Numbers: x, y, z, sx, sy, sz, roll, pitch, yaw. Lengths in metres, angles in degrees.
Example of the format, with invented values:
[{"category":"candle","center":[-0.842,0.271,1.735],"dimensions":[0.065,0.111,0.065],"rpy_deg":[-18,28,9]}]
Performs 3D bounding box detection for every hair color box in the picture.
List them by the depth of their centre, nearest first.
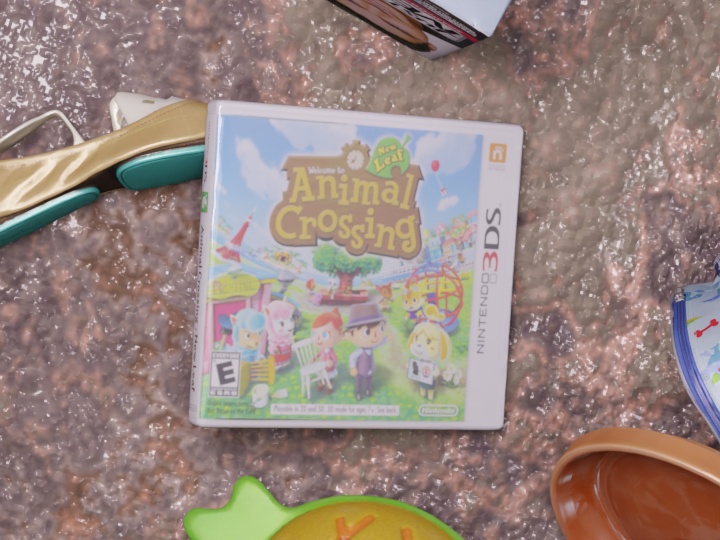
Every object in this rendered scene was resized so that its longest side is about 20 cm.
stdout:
[{"category":"hair color box","center":[0.027,-0.170,1.180],"dimensions":[0.099,0.200,0.061],"rpy_deg":[30,89,-7]}]

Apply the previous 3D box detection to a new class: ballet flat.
[{"category":"ballet flat","center":[-0.150,-0.070,1.236],"dimensions":[0.198,0.069,0.063],"rpy_deg":[-20,80,-6]}]

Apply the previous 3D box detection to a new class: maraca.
[{"category":"maraca","center":[-0.017,0.193,1.244],"dimensions":[0.198,0.107,0.138],"rpy_deg":[16,73,11]}]

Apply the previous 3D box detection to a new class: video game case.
[{"category":"video game case","center":[0.000,0.000,1.243],"dimensions":[0.198,0.022,0.184],"rpy_deg":[3,92,-26]}]

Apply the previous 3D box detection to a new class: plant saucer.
[{"category":"plant saucer","center":[0.199,0.160,1.224],"dimensions":[0.200,0.200,0.032],"rpy_deg":[43,62,-6]}]

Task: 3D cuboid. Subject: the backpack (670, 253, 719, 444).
[{"category":"backpack","center":[0.266,0.059,1.216],"dimensions":[0.146,0.200,0.184],"rpy_deg":[-32,97,13]}]
